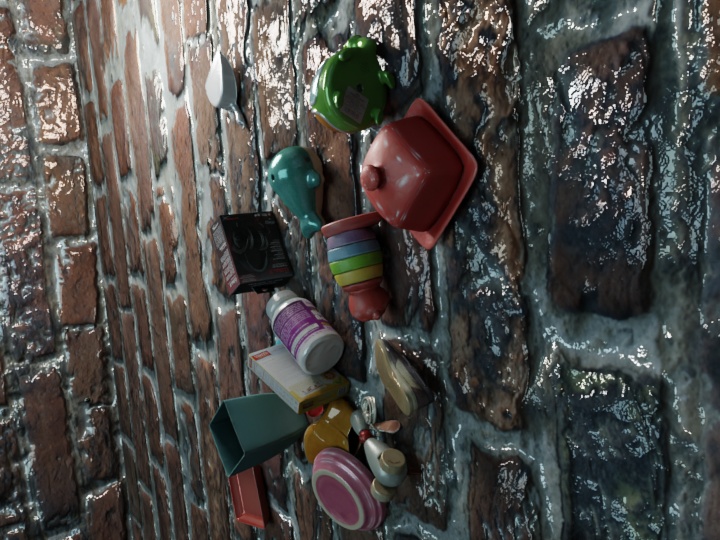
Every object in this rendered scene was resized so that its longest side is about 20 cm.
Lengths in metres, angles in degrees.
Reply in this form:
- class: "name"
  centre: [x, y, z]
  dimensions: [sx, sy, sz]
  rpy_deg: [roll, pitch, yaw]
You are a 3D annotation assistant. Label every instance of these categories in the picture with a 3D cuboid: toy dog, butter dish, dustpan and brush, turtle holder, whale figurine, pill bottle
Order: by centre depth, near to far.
- class: "butter dish"
  centre: [0.067, -0.160, 1.088]
  dimensions: [0.200, 0.147, 0.201]
  rpy_deg: [57, 138, 30]
- class: "turtle holder"
  centre: [-0.030, -0.345, 1.187]
  dimensions: [0.131, 0.140, 0.187]
  rpy_deg: [1, 100, 55]
- class: "toy dog"
  centre: [0.054, 0.355, 1.287]
  dimensions: [0.132, 0.096, 0.201]
  rpy_deg: [122, 143, -45]
- class: "whale figurine"
  centre: [-0.138, -0.171, 1.403]
  dimensions: [0.159, 0.103, 0.201]
  rpy_deg: [-23, 79, 53]
- class: "pill bottle"
  centre: [-0.132, 0.132, 1.453]
  dimensions: [0.200, 0.112, 0.113]
  rpy_deg: [44, 130, 39]
- class: "dustpan and brush"
  centre: [-0.346, -0.450, 1.683]
  dimensions: [0.140, 0.057, 0.201]
  rpy_deg: [-48, 52, 49]

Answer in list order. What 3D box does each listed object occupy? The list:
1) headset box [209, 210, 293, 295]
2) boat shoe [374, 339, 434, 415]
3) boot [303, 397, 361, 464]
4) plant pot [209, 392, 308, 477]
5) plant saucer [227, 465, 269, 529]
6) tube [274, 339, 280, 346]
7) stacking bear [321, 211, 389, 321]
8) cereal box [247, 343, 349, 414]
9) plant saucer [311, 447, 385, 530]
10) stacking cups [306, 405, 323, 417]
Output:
- class: "headset box"
  centre: [-0.261, -0.035, 1.564]
  dimensions: [0.077, 0.148, 0.201]
  rpy_deg: [-40, 64, 50]
- class: "boat shoe"
  centre: [0.080, 0.196, 1.218]
  dimensions: [0.200, 0.064, 0.072]
  rpy_deg: [-125, 31, -59]
- class: "boot"
  centre: [-0.059, 0.381, 1.438]
  dimensions: [0.144, 0.070, 0.203]
  rpy_deg: [33, 118, 49]
- class: "plant pot"
  centre: [-0.240, 0.388, 1.581]
  dimensions: [0.142, 0.199, 0.142]
  rpy_deg: [61, 139, 25]
- class: "plant saucer"
  centre: [-0.331, 0.645, 1.900]
  dimensions: [0.200, 0.037, 0.201]
  rpy_deg: [-18, 82, 53]
- class: "tube"
  centre: [-0.184, 0.189, 1.595]
  dimensions: [0.077, 0.050, 0.201]
  rpy_deg: [44, 128, 19]
- class: "stacking bear"
  centre: [0.000, 0.000, 1.254]
  dimensions: [0.121, 0.113, 0.201]
  rpy_deg: [-16, 89, 54]
- class: "cereal box"
  centre: [-0.140, 0.232, 1.442]
  dimensions: [0.200, 0.143, 0.040]
  rpy_deg: [33, 124, 39]
- class: "plant saucer"
  centre: [-0.036, 0.484, 1.400]
  dimensions: [0.200, 0.051, 0.202]
  rpy_deg: [22, 126, 33]
- class: "stacking cups"
  centre: [-0.137, 0.261, 1.486]
  dimensions: [0.200, 0.060, 0.061]
  rpy_deg: [-132, 45, -59]
